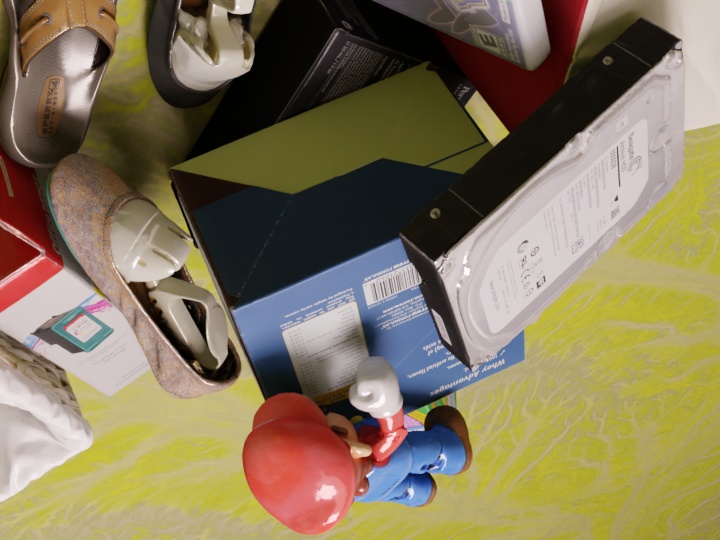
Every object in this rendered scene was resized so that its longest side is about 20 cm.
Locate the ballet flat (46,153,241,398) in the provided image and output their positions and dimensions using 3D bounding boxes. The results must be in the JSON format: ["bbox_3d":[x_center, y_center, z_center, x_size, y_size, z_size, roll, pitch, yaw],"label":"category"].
[{"bbox_3d":[-0.132,0.005,0.718,0.067,0.068,0.201,0,132,33],"label":"ballet flat"}]

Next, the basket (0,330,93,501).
[{"bbox_3d":[-0.329,0.074,0.736,0.199,0.161,0.198,-32,144,3],"label":"basket"}]

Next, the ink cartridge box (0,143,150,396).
[{"bbox_3d":[-0.220,-0.008,0.749,0.067,0.117,0.200,-33,143,6],"label":"ink cartridge box"}]

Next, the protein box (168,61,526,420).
[{"bbox_3d":[0.000,0.000,0.763,0.197,0.135,0.201,-23,143,-8],"label":"protein box"}]

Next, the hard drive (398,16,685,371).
[{"bbox_3d":[0.120,-0.041,0.660,0.200,0.038,0.140,-42,147,-12],"label":"hard drive"}]

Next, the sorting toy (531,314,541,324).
[{"bbox_3d":[0.125,0.010,1.075,0.199,0.037,0.186,-7,139,-27],"label":"sorting toy"}]

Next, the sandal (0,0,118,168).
[{"bbox_3d":[-0.184,-0.143,0.655,0.081,0.055,0.201,-5,128,-35],"label":"sandal"}]

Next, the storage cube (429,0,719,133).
[{"bbox_3d":[0.161,-0.203,0.722,0.199,0.180,0.172,-14,142,-21],"label":"storage cube"}]

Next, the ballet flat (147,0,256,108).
[{"bbox_3d":[-0.094,-0.169,0.683,0.068,0.069,0.201,-9,140,-26],"label":"ballet flat"}]

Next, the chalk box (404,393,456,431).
[{"bbox_3d":[0.024,0.111,1.023,0.123,0.126,0.200,-8,147,15],"label":"chalk box"}]

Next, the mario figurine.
[{"bbox_3d":[-0.008,0.113,0.736,0.199,0.106,0.124,14,91,-54],"label":"mario figurine"}]

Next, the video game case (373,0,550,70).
[{"bbox_3d":[0.018,-0.216,0.614,0.023,0.182,0.200,-49,147,-14],"label":"video game case"}]

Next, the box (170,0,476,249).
[{"bbox_3d":[-0.029,-0.100,0.802,0.141,0.079,0.200,13,126,-39],"label":"box"}]
